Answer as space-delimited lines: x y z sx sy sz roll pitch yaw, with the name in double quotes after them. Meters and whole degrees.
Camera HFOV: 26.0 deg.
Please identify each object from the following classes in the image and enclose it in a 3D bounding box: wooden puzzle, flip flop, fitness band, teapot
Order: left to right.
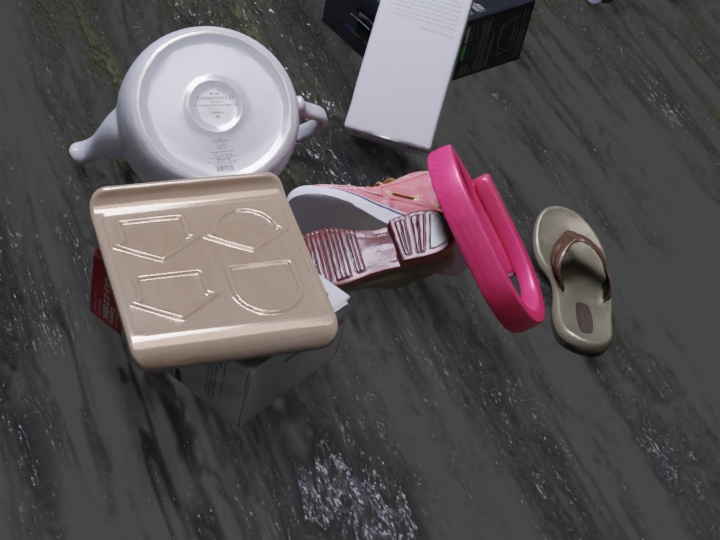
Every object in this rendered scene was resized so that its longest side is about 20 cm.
-0.160 -0.147 1.607 0.200 0.146 0.198 37 70 -5 "teapot"
-0.134 0.004 1.394 0.185 0.046 0.200 -7 51 -19 "wooden puzzle"
0.124 -0.032 1.546 0.200 0.037 0.144 63 17 -5 "fitness band"
0.223 0.002 1.601 0.081 0.058 0.200 7 42 -7 "flip flop"

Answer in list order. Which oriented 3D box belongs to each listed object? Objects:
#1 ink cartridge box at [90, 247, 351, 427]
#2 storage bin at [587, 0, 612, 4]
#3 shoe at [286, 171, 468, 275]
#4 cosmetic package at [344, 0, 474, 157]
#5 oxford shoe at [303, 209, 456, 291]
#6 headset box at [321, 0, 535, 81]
-0.131 0.032 1.456 0.200 0.084 0.144 35 47 23 "ink cartridge box"
0.360 -0.451 2.080 0.134 0.146 0.200 3 42 -27 "storage bin"
0.023 -0.061 1.613 0.200 0.072 0.091 15 40 -6 "shoe"
0.056 -0.235 1.720 0.101 0.200 0.074 17 -2 3 "cosmetic package"
0.000 0.000 1.544 0.200 0.075 0.071 -10 57 2 "oxford shoe"
0.074 -0.311 1.875 0.200 0.093 0.174 -21 52 -32 "headset box"
